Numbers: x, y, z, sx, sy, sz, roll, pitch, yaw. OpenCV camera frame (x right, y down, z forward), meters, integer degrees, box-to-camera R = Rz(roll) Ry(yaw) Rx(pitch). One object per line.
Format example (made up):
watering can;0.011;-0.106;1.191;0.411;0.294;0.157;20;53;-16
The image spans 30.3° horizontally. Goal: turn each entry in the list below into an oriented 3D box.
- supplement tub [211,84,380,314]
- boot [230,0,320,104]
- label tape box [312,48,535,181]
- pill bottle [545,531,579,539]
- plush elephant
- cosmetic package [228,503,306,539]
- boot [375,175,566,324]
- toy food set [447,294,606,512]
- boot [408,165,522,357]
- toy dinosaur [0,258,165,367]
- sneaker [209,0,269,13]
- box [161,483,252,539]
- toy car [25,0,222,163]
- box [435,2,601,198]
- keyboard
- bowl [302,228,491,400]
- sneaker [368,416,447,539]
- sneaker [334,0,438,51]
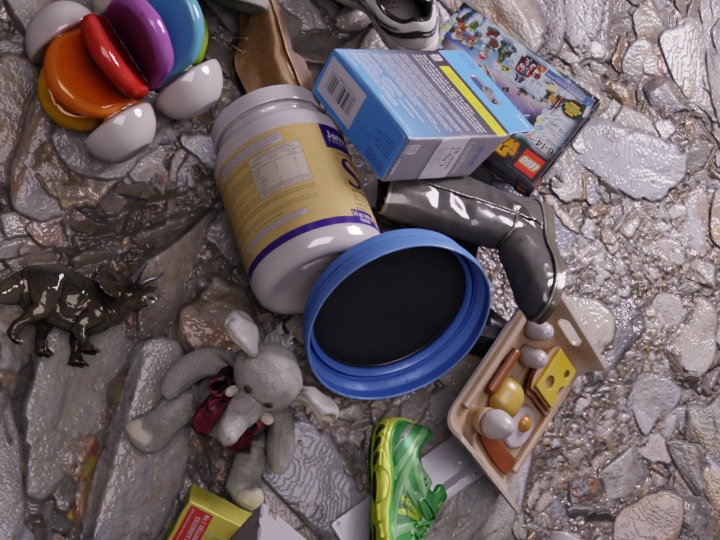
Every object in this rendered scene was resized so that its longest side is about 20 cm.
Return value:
supplement tub;-0.069;-0.074;1.375;0.143;0.146;0.202;-13;64;-17
boot;-0.117;-0.256;1.458;0.075;0.074;0.202;-24;89;-8
label tape box;0.068;-0.168;1.413;0.198;0.064;0.145;-7;50;-43
pill bottle;0.191;0.385;1.403;0.114;0.114;0.201;36;73;-7
plush elephant;-0.114;0.130;1.339;0.164;0.155;0.201;38;73;-6
cosmetic package;-0.130;0.336;1.285;0.090;0.107;0.200;43;100;-10
boot;0.113;-0.042;1.399;0.198;0.073;0.183;22;37;-22
toy food set;0.186;0.140;1.438;0.201;0.060;0.144;-53;130;-18
boot;0.123;-0.016;1.489;0.163;0.065;0.203;19;65;-25
toy dinosaur;-0.306;0.035;1.357;0.197;0.077;0.104;10;66;-9
sneaker;-0.169;-0.354;1.414;0.198;0.075;0.107;27;91;14
box;-0.103;0.299;1.357;0.198;0.050;0.076;30;98;-9
toy car;-0.240;-0.226;1.371;0.199;0.150;0.176;-34;90;-18
box;0.153;-0.195;1.508;0.199;0.040;0.137;37;72;11
keyboard;0.060;0.242;1.448;0.199;0.011;0.057;-33;85;-19
bowl;0.034;0.043;1.340;0.198;0.203;0.040;-10;41;-17
sneaker;0.052;0.254;1.398;0.082;0.074;0.203;2;75;-8
sneaker;0.015;-0.325;1.481;0.200;0.088;0.076;41;74;11
